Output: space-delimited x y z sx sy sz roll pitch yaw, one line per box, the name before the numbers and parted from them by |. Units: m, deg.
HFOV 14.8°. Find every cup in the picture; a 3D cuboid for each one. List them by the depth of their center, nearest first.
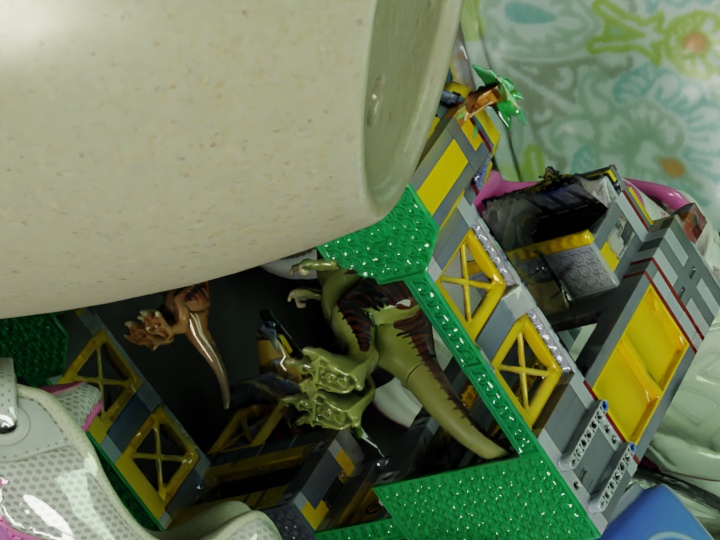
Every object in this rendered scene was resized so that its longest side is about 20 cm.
cup | -0.054 -0.073 0.598 0.200 0.143 0.201 13 90 -80

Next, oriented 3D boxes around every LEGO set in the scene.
LEGO set | 0.000 0.000 0.746 0.154 0.200 0.116 49 46 -16

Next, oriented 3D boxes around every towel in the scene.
towel | 0.115 -0.102 0.897 0.048 0.199 0.172 -50 122 -76

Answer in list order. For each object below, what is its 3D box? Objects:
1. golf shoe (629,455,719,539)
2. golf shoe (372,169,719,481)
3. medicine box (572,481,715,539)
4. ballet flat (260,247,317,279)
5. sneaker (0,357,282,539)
golf shoe | 0.129 0.058 0.952 0.200 0.072 0.092 -18 92 -46
golf shoe | 0.098 0.015 0.865 0.199 0.092 0.075 4 52 -21
medicine box | 0.066 0.189 0.688 0.200 0.103 0.182 49 45 3
ballet flat | 0.011 -0.093 0.846 0.069 0.069 0.201 16 93 -43
sneaker | -0.103 0.056 0.644 0.200 0.081 0.088 27 86 -12
